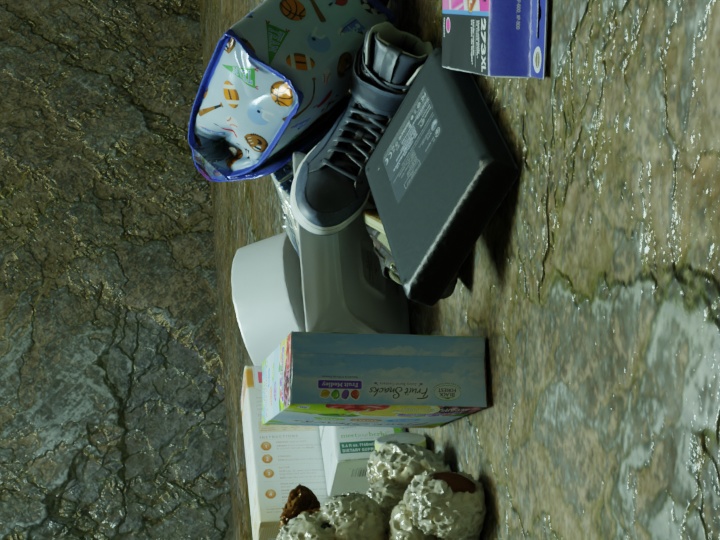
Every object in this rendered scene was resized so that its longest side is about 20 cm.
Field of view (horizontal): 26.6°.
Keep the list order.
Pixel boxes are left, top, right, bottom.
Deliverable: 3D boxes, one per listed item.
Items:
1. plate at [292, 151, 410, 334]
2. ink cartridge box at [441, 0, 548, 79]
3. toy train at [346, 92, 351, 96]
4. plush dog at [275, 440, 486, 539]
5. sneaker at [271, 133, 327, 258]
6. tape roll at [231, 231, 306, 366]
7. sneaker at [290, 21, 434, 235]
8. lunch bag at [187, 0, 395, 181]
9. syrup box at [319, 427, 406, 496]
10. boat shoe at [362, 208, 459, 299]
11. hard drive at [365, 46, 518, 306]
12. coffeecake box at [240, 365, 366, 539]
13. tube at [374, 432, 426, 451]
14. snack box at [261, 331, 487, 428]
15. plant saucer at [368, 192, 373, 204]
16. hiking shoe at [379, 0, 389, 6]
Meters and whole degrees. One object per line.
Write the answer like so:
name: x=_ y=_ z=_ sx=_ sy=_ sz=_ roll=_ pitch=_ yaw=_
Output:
plate: x=0.000 y=0.000 z=1.511 sx=0.200 sy=0.032 sz=0.200 roll=34 pitch=-136 yaw=-56
ink cartridge box: x=0.101 y=-0.199 z=1.170 sx=0.200 sy=0.037 sz=0.095 roll=-142 pitch=51 yaw=-74
toy train: x=-0.039 y=-0.127 z=1.819 sx=0.114 sy=0.085 sz=0.200 roll=-132 pitch=41 yaw=-60
plush dog: x=0.008 y=0.242 z=1.329 sx=0.200 sy=0.172 sz=0.161 roll=-154 pitch=63 yaw=-77
sneaker: x=-0.060 y=-0.070 z=1.623 sx=0.085 sy=0.077 sz=0.200 roll=124 pitch=134 yaw=-64
tape roll: x=-0.079 y=0.056 z=1.813 sx=0.202 sy=0.071 sz=0.203 roll=-19 pitch=-90 yaw=-75
sneaker: x=0.002 y=-0.139 z=1.416 sx=0.202 sy=0.077 sz=0.146 roll=-60 pitch=-4 yaw=-32
lunch bag: x=-0.076 y=-0.185 z=1.516 sx=0.170 sy=0.124 sz=0.200 roll=-44 pitch=-4 yaw=-38
syrup box: x=-0.004 y=0.137 z=1.639 sx=0.081 sy=0.079 sz=0.200 roll=102 pitch=163 yaw=-52
boat shoe: x=0.043 y=-0.018 z=1.391 sx=0.200 sy=0.073 sz=0.065 roll=-139 pitch=54 yaw=-76
hard drive: x=0.062 y=-0.082 z=1.262 sx=0.140 sy=0.033 sz=0.200 roll=-59 pitch=25 yaw=26
coffeecake box: x=-0.048 y=0.204 z=1.680 sx=0.073 sy=0.153 sz=0.200 roll=103 pitch=163 yaw=-51
tube: x=0.046 y=0.261 z=1.492 sx=0.058 sy=0.052 sz=0.200 roll=-14 pitch=-77 yaw=-58
snack box: x=0.007 y=0.099 z=1.336 sx=0.200 sy=0.168 sz=0.068 roll=135 pitch=137 yaw=-77
plant saucer: x=-0.039 y=-0.101 z=1.696 sx=0.200 sy=0.032 sz=0.200 roll=172 pitch=90 yaw=-67
hiking shoe: x=-0.025 y=-0.279 z=1.608 sx=0.200 sy=0.076 sz=0.101 roll=-16 pitch=37 yaw=50
